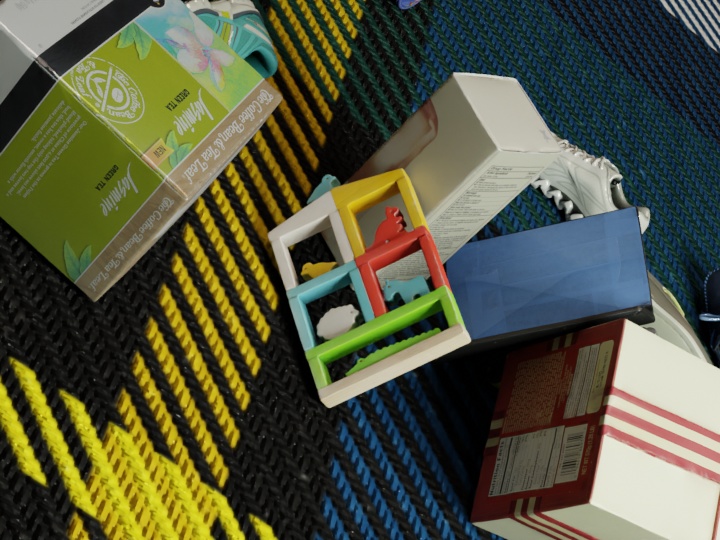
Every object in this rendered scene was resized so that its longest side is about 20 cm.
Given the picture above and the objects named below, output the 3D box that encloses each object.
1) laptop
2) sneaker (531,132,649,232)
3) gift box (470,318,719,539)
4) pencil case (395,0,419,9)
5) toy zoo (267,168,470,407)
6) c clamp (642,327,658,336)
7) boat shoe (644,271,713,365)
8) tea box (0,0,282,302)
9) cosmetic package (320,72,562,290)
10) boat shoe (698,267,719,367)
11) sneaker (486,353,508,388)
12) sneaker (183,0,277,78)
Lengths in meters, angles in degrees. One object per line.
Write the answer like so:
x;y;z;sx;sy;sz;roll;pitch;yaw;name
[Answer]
0.152;0.007;1.446;0.200;0.186;0.117;18;60;-74;laptop
0.232;-0.102;1.781;0.200;0.081;0.075;51;35;9;sneaker
0.227;0.163;1.356;0.186;0.200;0.185;27;69;-26;gift box
0.012;-0.382;1.826;0.200;0.078;0.087;48;4;3;pencil case
0.000;0.000;1.370;0.020;0.131;0.201;50;18;-56;toy zoo
0.269;0.109;1.531;0.171;0.027;0.200;47;-14;42;c clamp
0.302;0.056;1.698;0.202;0.072;0.060;50;38;12;boat shoe
-0.197;-0.121;1.265;0.197;0.134;0.200;43;33;-7;tea box
0.065;-0.075;1.450;0.103;0.200;0.088;-1;55;-51;cosmetic package
0.418;0.073;1.798;0.069;0.084;0.201;29;33;-44;boat shoe
0.182;0.072;1.558;0.085;0.074;0.200;48;41;-8;sneaker
-0.137;-0.194;1.471;0.200;0.077;0.080;-24;82;-56;sneaker
